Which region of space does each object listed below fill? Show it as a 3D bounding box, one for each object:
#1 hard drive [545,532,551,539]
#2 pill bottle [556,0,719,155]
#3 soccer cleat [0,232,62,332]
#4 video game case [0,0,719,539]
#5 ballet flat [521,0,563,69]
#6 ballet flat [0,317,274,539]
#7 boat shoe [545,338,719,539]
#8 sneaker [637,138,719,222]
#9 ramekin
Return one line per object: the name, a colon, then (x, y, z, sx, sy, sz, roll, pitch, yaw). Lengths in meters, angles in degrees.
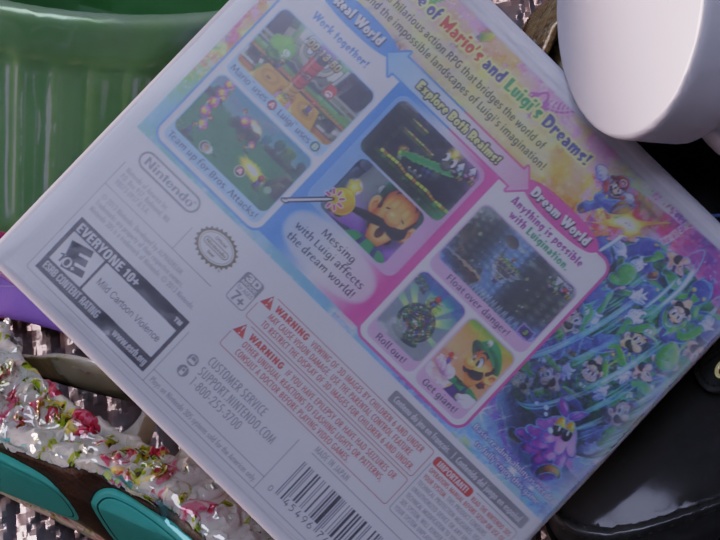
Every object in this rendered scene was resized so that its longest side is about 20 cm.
hard drive: (0.152, 0.050, 0.856, 0.131, 0.026, 0.201, 12, 70, 24)
pill bottle: (0.176, -0.087, 0.799, 0.199, 0.116, 0.116, 2, 57, -25)
soccer cleat: (-0.101, -0.005, 0.926, 0.199, 0.077, 0.067, 11, 66, 19)
video game case: (0.007, -0.001, 0.802, 0.200, 0.024, 0.182, 44, 87, 2)
ballet flat: (0.148, -0.103, 0.891, 0.199, 0.065, 0.071, -28, 103, 18)
ballet flat: (-0.085, 0.074, 0.886, 0.199, 0.076, 0.064, 27, 64, 22)
boat shoe: (0.148, 0.037, 0.814, 0.201, 0.063, 0.074, -29, 61, 6)
sneaker: (0.057, -0.023, 0.884, 0.199, 0.070, 0.078, -2, 59, 34)
ramekin: (-0.106, -0.092, 0.914, 0.198, 0.098, 0.200, 6, 28, -3)
